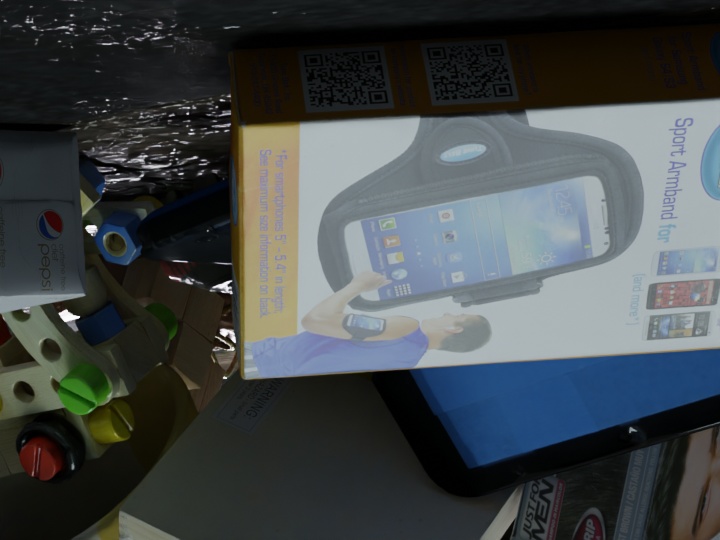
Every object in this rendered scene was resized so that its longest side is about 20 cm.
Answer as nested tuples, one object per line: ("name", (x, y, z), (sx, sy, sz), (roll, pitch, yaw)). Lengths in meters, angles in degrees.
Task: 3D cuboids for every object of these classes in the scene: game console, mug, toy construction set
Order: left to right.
("toy construction set", (-0.159, 0.024, 1.166), (0.200, 0.131, 0.092), (-6, -157, 45))
("mug", (-0.094, 0.140, 1.223), (0.186, 0.153, 0.150), (-10, -146, 31))
("game console", (0.049, 0.010, 1.011), (0.200, 0.119, 0.170), (-21, 166, 35))

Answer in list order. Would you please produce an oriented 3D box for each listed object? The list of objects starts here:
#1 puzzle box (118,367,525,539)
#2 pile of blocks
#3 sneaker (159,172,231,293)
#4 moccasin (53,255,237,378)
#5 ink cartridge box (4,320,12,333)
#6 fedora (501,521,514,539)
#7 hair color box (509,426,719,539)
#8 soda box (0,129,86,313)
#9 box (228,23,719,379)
("puzzle box", (0.007, 0.072, 1.154), (0.133, 0.025, 0.200), (24, -133, 19))
("pile of blocks", (-0.107, 0.061, 1.322), (0.082, 0.062, 0.200), (11, 154, 6))
("sneaker", (0.000, 0.000, 1.149), (0.200, 0.098, 0.071), (-5, 177, 27))
("moccasin", (-0.052, 0.012, 1.350), (0.201, 0.078, 0.074), (-3, 175, -7))
("ink cartridge box", (-0.256, 0.019, 1.368), (0.162, 0.050, 0.200), (17, -177, -34))
("fedora", (0.036, 0.083, 1.307), (0.199, 0.177, 0.090), (-6, -150, 19))
("hair color box", (0.138, 0.076, 1.195), (0.060, 0.099, 0.200), (15, -172, 27))
("soda box", (-0.184, -0.010, 1.074), (0.068, 0.064, 0.200), (0, 175, -35))
("box", (0.057, -0.022, 0.903), (0.199, 0.042, 0.119), (-3, 136, -4))
